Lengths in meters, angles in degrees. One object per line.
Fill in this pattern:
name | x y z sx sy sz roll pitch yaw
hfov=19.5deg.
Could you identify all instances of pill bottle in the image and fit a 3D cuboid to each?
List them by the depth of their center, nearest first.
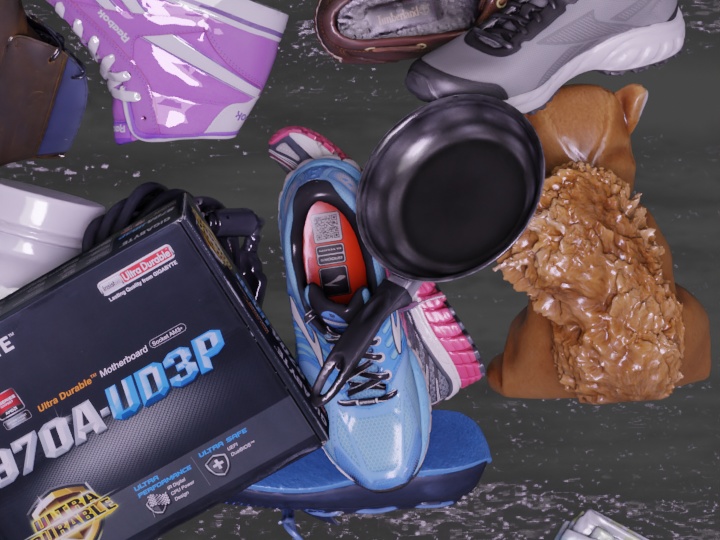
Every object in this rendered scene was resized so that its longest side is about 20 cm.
pill bottle | -0.218 0.049 1.272 0.108 0.109 0.201 14 93 -6

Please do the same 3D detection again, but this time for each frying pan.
frying pan | 0.045 -0.009 1.152 0.115 0.031 0.191 0 67 28

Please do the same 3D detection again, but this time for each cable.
cable | -0.123 0.051 1.266 0.051 0.163 0.201 19 95 35

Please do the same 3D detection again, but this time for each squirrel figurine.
squirrel figurine | 0.140 -0.019 1.253 0.141 0.200 0.188 -4 93 3

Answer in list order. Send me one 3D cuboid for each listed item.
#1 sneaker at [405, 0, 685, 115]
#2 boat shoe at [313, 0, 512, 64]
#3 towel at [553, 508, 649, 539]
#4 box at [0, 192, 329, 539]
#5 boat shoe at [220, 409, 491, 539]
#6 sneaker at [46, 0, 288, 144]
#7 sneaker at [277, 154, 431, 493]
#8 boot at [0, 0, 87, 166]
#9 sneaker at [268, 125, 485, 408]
sneaker | 0.109 -0.147 1.253 0.200 0.074 0.080 -24 127 -27
boat shoe | 0.069 -0.171 1.297 0.199 0.070 0.071 -19 92 -4
towel | 0.172 0.274 1.357 0.171 0.048 0.201 24 93 -6
box | -0.140 0.073 1.187 0.199 0.046 0.159 -29 108 8
boat shoe | -0.018 0.132 1.289 0.199 0.084 0.069 5 135 -12
sneaker | -0.155 -0.140 1.281 0.200 0.073 0.115 22 97 -5
sneaker | -0.012 0.035 1.218 0.078 0.090 0.201 -15 94 6
boot | -0.202 -0.143 1.229 0.097 0.075 0.200 -3 132 -32
sneaker | 0.000 0.000 1.301 0.075 0.081 0.200 -31 97 1
